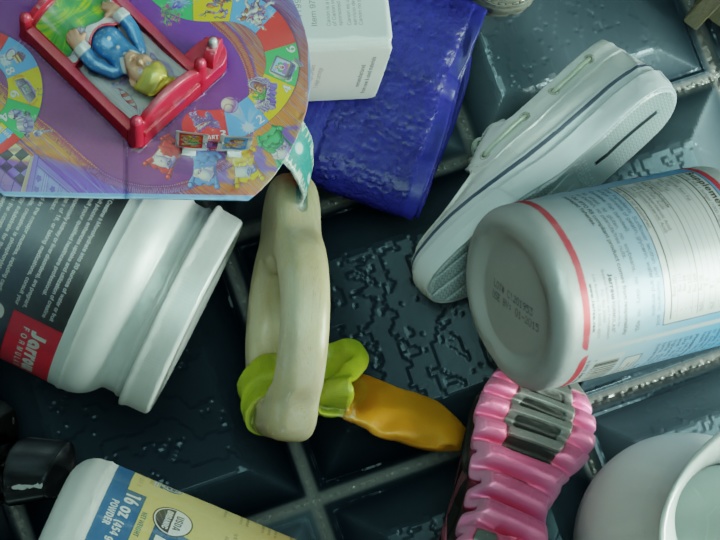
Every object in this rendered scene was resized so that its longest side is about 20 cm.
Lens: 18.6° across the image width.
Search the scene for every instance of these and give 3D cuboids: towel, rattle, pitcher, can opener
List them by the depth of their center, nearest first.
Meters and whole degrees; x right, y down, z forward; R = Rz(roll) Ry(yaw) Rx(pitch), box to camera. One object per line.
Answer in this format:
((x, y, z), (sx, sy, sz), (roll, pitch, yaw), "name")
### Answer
((-0.217, 0.110, 1.191), (0.078, 0.200, 0.064), (-13, 95, 13), "can opener")
((0.171, 0.164, 1.221), (0.121, 0.200, 0.172), (45, 77, 3), "pitcher")
((0.000, 0.000, 1.261), (0.142, 0.130, 0.201), (5, 88, 3), "rattle")
((-0.036, -0.124, 1.335), (0.199, 0.050, 0.148), (20, 69, -2), "towel")

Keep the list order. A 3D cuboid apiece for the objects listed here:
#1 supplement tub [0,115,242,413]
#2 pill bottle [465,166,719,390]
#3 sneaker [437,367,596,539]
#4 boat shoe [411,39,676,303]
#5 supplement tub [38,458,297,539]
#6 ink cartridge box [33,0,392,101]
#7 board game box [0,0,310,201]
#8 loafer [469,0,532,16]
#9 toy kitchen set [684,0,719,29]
((-0.182, -0.018, 1.242), (0.200, 0.140, 0.141), (26, 76, -1), "supplement tub")
((0.171, -0.002, 1.289), (0.200, 0.109, 0.109), (-12, 80, -27), "pill bottle")
((0.077, 0.139, 1.279), (0.079, 0.095, 0.200), (27, 51, -9), "sneaker")
((0.100, -0.061, 1.336), (0.200, 0.074, 0.067), (-38, 58, -13), "boat shoe")
((-0.089, 0.202, 1.206), (0.200, 0.145, 0.145), (22, 76, -2), "supplement tub")
((-0.091, -0.176, 1.273), (0.199, 0.083, 0.146), (-3, 72, -8), "ink cartridge box")
((-0.125, -0.119, 1.183), (0.199, 0.039, 0.159), (1, 72, -7), "board game box")
((0.086, -0.259, 1.365), (0.070, 0.070, 0.201), (-4, 79, -8), "loafer")
((0.335, -0.208, 1.332), (0.163, 0.180, 0.200), (34, 75, -1), "toy kitchen set")
